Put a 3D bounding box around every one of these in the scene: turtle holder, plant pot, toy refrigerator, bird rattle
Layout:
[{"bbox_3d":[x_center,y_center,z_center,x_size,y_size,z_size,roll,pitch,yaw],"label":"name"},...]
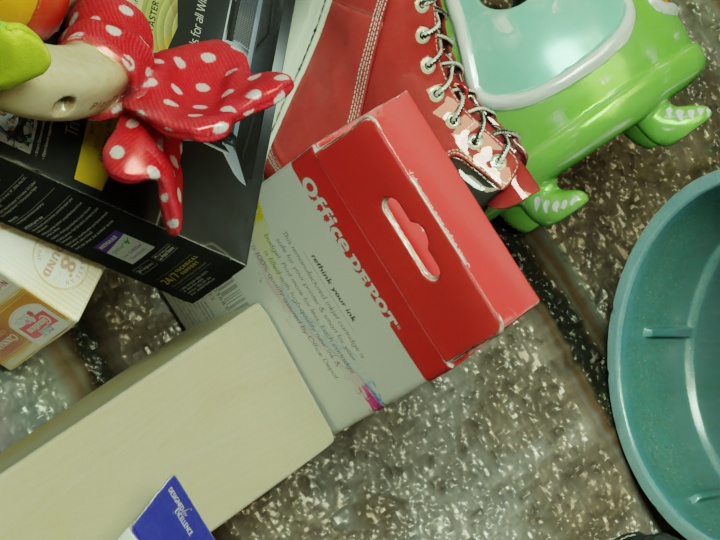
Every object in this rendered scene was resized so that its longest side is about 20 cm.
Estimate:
[{"bbox_3d":[0.076,-0.090,1.472,0.132,0.185,0.141,57,20,-2],"label":"turtle holder"},{"bbox_3d":[0.266,0.048,1.504,0.196,0.200,0.201,1,70,-42],"label":"plant pot"},{"bbox_3d":[-0.112,0.097,1.299,0.200,0.070,0.076,-35,99,-37],"label":"toy refrigerator"},{"bbox_3d":[-0.133,-0.105,1.191,0.199,0.113,0.163,-6,55,-38],"label":"bird rattle"}]

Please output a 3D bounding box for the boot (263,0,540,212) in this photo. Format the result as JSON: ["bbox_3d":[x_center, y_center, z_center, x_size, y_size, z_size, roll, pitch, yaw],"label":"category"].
[{"bbox_3d":[0.037,-0.107,1.374,0.144,0.201,0.072,27,22,12],"label":"boot"}]

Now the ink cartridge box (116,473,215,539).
[{"bbox_3d":[-0.111,0.191,1.233,0.200,0.037,0.095,-53,136,-27],"label":"ink cartridge box"}]

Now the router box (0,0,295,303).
[{"bbox_3d":[-0.112,-0.106,1.299,0.157,0.052,0.201,24,57,-24],"label":"router box"}]

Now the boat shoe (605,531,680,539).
[{"bbox_3d":[0.174,0.220,1.438,0.074,0.066,0.200,-12,78,-37],"label":"boat shoe"}]

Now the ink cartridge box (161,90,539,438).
[{"bbox_3d":[0.000,0.000,1.328,0.067,0.200,0.116,-33,91,-38],"label":"ink cartridge box"}]

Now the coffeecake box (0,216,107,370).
[{"bbox_3d":[-0.192,-0.078,1.313,0.200,0.073,0.154,36,54,-17],"label":"coffeecake box"}]
